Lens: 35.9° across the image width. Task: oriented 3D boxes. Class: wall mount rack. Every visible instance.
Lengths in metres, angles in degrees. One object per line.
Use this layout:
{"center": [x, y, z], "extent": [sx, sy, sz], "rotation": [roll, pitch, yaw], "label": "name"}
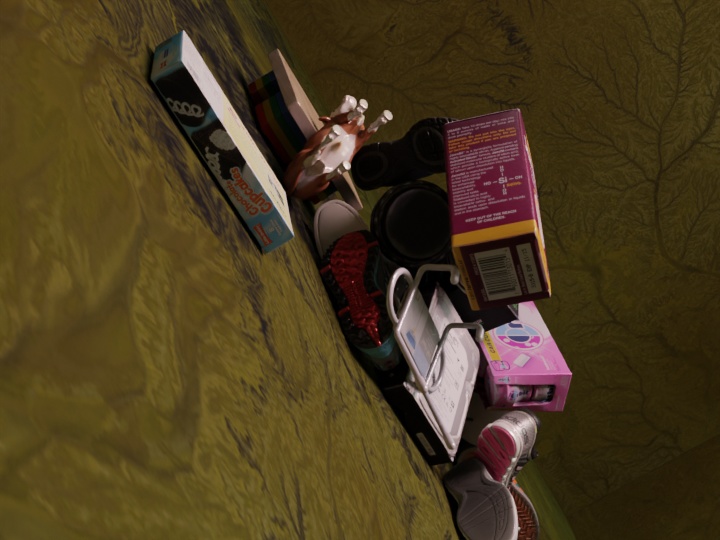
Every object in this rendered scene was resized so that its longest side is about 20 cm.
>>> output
{"center": [0.084, 0.097, 1.279], "extent": [0.201, 0.074, 0.175], "rotation": [62, 40, -45], "label": "wall mount rack"}

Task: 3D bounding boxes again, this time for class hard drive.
{"center": [0.097, 0.129, 1.428], "extent": [0.140, 0.038, 0.201], "rotation": [59, 32, -26], "label": "hard drive"}

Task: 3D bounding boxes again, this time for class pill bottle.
{"center": [0.069, -0.060, 1.440], "extent": [0.113, 0.111, 0.200], "rotation": [60, 0, -2], "label": "pill bottle"}

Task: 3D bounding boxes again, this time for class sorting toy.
{"center": [-0.089, -0.193, 1.630], "extent": [0.200, 0.069, 0.201], "rotation": [57, 6, -34], "label": "sorting toy"}

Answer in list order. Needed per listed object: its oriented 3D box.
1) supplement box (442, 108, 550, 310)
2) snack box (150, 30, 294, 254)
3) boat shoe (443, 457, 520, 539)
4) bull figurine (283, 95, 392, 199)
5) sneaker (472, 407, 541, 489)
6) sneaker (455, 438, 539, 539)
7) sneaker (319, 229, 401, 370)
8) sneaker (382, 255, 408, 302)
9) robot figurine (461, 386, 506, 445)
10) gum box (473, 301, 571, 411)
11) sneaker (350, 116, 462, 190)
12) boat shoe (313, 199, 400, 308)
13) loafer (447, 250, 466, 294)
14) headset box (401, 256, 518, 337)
{"center": [0.164, -0.074, 1.347], "extent": [0.131, 0.102, 0.202], "rotation": [64, 19, -50], "label": "supplement box"}
{"center": [-0.131, -0.124, 1.066], "extent": [0.201, 0.037, 0.116], "rotation": [58, 7, -25], "label": "snack box"}
{"center": [0.154, 0.298, 1.356], "extent": [0.065, 0.074, 0.202], "rotation": [59, -2, -17], "label": "boat shoe"}
{"center": [-0.030, -0.170, 1.464], "extent": [0.065, 0.121, 0.201], "rotation": [42, 51, -14], "label": "bull figurine"}
{"center": [0.189, 0.250, 1.466], "extent": [0.074, 0.087, 0.201], "rotation": [44, -36, 25], "label": "sneaker"}
{"center": [0.209, 0.329, 1.689], "extent": [0.201, 0.071, 0.080], "rotation": [58, 10, -16], "label": "sneaker"}
{"center": [0.005, 0.040, 1.356], "extent": [0.096, 0.079, 0.201], "rotation": [63, 12, -46], "label": "sneaker"}
{"center": [0.010, -0.008, 1.582], "extent": [0.079, 0.075, 0.200], "rotation": [21, 15, -19], "label": "sneaker"}
{"center": [0.185, 0.181, 1.669], "extent": [0.125, 0.150, 0.200], "rotation": [44, 12, -14], "label": "robot figurine"}
{"center": [0.213, 0.121, 1.573], "extent": [0.201, 0.112, 0.067], "rotation": [-108, -158, -57], "label": "gum box"}
{"center": [0.085, -0.159, 1.499], "extent": [0.090, 0.198, 0.077], "rotation": [-8, 89, -56], "label": "sneaker"}
{"center": [0.000, 0.000, 1.446], "extent": [0.201, 0.073, 0.060], "rotation": [58, -2, 23], "label": "boat shoe"}
{"center": [0.150, -0.053, 1.489], "extent": [0.201, 0.071, 0.063], "rotation": [-88, 173, -47], "label": "loafer"}
{"center": [0.132, 0.012, 1.589], "extent": [0.093, 0.173, 0.201], "rotation": [47, 34, -31], "label": "headset box"}
